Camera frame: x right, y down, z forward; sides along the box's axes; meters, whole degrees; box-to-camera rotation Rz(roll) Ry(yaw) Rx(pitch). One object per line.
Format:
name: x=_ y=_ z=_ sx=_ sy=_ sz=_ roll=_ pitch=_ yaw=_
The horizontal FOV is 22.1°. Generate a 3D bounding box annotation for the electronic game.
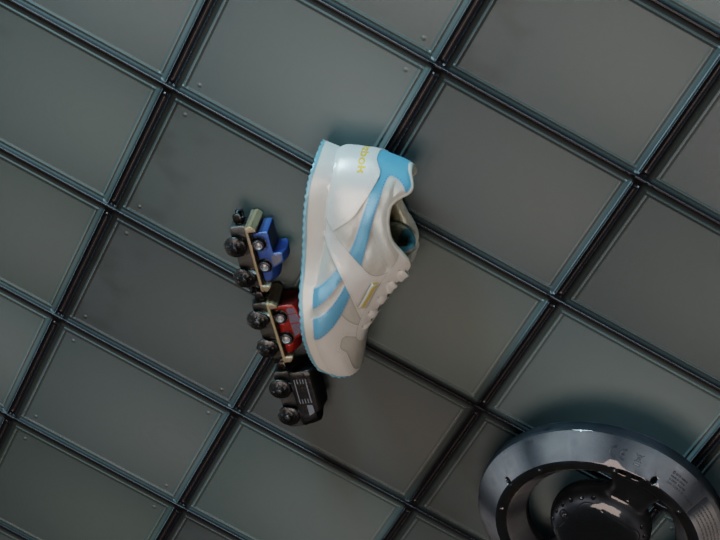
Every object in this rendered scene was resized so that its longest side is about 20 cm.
electronic game: x=0.192 y=0.198 z=1.466 sx=0.199 sy=0.042 sz=0.200 roll=12 pitch=131 yaw=14

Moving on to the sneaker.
sneaker: x=0.000 y=0.000 z=1.379 sx=0.081 sy=0.077 sz=0.200 roll=8 pitch=126 yaw=8

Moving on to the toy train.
toy train: x=-0.063 y=0.038 z=1.445 sx=0.046 sy=0.034 sz=0.200 roll=-7 pitch=121 yaw=15
